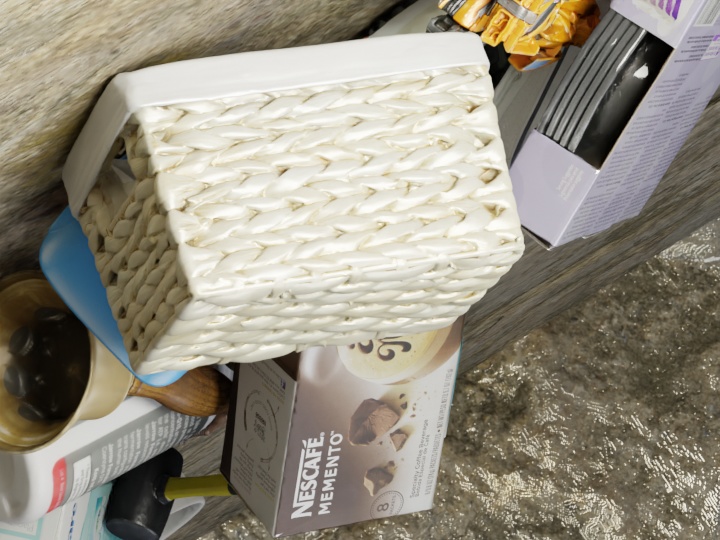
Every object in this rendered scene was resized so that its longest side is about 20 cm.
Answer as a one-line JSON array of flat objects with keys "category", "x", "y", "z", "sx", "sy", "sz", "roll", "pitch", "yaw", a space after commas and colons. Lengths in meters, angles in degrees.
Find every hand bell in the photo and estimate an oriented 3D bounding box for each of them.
[{"category": "hand bell", "x": -0.133, "y": 0.064, "z": 1.607, "sx": 0.104, "sy": 0.104, "sz": 0.200, "roll": -37, "pitch": 153, "yaw": 26}]

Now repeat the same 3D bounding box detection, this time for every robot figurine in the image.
[{"category": "robot figurine", "x": 0.104, "y": -0.163, "z": 1.450, "sx": 0.145, "sy": 0.058, "sz": 0.200, "roll": -57, "pitch": 166, "yaw": 19}]

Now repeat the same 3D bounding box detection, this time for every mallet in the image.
[{"category": "mallet", "x": -0.089, "y": 0.146, "z": 1.746, "sx": 0.200, "sy": 0.041, "sz": 0.066, "roll": -1, "pitch": -120, "yaw": 46}]

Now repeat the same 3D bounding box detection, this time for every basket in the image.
[{"category": "basket", "x": -0.032, "y": -0.031, "z": 1.366, "sx": 0.199, "sy": 0.124, "sz": 0.136, "roll": -8, "pitch": 162, "yaw": -23}]

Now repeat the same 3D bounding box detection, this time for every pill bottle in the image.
[{"category": "pill bottle", "x": -0.159, "y": 0.069, "z": 1.705, "sx": 0.200, "sy": 0.114, "sz": 0.114, "roll": -27, "pitch": 170, "yaw": -35}]

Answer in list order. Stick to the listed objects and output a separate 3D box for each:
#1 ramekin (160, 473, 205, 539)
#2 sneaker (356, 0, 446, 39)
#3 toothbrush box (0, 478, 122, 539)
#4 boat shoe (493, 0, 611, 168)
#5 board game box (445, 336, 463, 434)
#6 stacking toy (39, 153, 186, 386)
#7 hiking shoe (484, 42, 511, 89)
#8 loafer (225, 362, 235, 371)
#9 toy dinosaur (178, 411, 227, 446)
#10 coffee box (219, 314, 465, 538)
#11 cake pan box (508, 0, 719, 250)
[{"category": "ramekin", "x": -0.238, "y": 0.200, "z": 2.227, "sx": 0.200, "sy": 0.105, "sz": 0.200, "roll": -32, "pitch": 172, "yaw": -5}, {"category": "sneaker", "x": 0.017, "y": -0.086, "z": 1.527, "sx": 0.199, "sy": 0.094, "sz": 0.070, "roll": -30, "pitch": 172, "yaw": -16}, {"category": "toothbrush box", "x": -0.241, "y": 0.168, "z": 1.812, "sx": 0.146, "sy": 0.086, "sz": 0.200, "roll": 11, "pitch": -177, "yaw": 12}, {"category": "boat shoe", "x": 0.117, "y": -0.153, "z": 1.612, "sx": 0.202, "sy": 0.086, "sz": 0.075, "roll": -64, "pitch": 161, "yaw": 8}, {"category": "board game box", "x": 0.047, "y": 0.008, "z": 1.844, "sx": 0.047, "sy": 0.152, "sz": 0.200, "roll": 5, "pitch": -163, "yaw": 5}, {"category": "stacking toy", "x": -0.117, "y": -0.008, "z": 1.523, "sx": 0.116, "sy": 0.110, "sz": 0.200, "roll": -42, "pitch": -175, "yaw": -8}, {"category": "hiking shoe", "x": 0.117, "y": -0.116, "z": 1.720, "sx": 0.076, "sy": 0.101, "sz": 0.200, "roll": -27, "pitch": 170, "yaw": -40}, {"category": "loafer", "x": 0.000, "y": 0.000, "z": 1.681, "sx": 0.200, "sy": 0.067, "sz": 0.076, "roll": -49, "pitch": 145, "yaw": 2}, {"category": "toy dinosaur", "x": -0.035, "y": 0.089, "z": 1.837, "sx": 0.200, "sy": 0.135, "sz": 0.086, "roll": -65, "pitch": -179, "yaw": -68}, {"category": "coffee box", "x": -0.008, "y": 0.048, "z": 1.602, "sx": 0.113, "sy": 0.080, "sz": 0.201, "roll": -7, "pitch": 123, "yaw": -29}, {"category": "cake pan box", "x": 0.162, "y": -0.107, "z": 1.550, "sx": 0.185, "sy": 0.052, "sz": 0.200, "roll": -61, "pitch": 166, "yaw": 17}]
